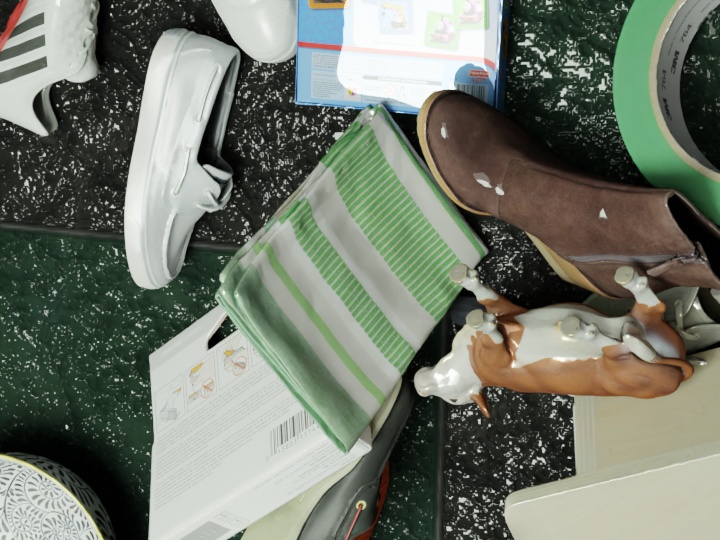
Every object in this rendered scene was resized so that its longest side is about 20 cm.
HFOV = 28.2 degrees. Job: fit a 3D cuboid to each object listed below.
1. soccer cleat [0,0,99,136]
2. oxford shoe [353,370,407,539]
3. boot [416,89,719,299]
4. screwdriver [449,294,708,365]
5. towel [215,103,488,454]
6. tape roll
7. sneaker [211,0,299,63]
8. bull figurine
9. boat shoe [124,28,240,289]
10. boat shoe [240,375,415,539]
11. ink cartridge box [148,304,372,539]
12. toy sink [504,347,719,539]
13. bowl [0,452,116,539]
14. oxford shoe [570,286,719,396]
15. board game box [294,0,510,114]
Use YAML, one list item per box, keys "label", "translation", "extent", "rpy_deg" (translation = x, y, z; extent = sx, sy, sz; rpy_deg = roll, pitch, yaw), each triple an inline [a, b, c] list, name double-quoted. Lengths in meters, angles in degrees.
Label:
- label: "soccer cleat"
  translation: [-0.222, -0.189, 1.073]
  extent: [0.085, 0.069, 0.200]
  rpy_deg: [36, 117, -5]
- label: "oxford shoe"
  translation: [-0.018, 0.152, 1.112]
  extent: [0.073, 0.071, 0.201]
  rpy_deg: [15, 100, 17]
- label: "boot"
  translation: [0.145, -0.053, 0.933]
  extent: [0.200, 0.073, 0.166]
  rpy_deg: [42, 160, -25]
- label: "screwdriver"
  translation: [0.150, 0.049, 1.014]
  extent: [0.199, 0.028, 0.029]
  rpy_deg: [17, 82, 34]
- label: "towel"
  translation: [0.000, 0.000, 0.981]
  extent: [0.023, 0.200, 0.153]
  rpy_deg: [-12, 123, 49]
- label: "tape roll"
  translation: [0.260, -0.123, 0.905]
  extent: [0.199, 0.048, 0.202]
  rpy_deg: [-2, 86, 32]
- label: "sneaker"
  translation: [-0.100, -0.233, 0.991]
  extent: [0.073, 0.116, 0.201]
  rpy_deg: [-13, 103, 19]
- label: "bull figurine"
  translation: [0.122, 0.049, 0.968]
  extent: [0.199, 0.065, 0.122]
  rpy_deg: [-4, 148, 25]
- label: "boat shoe"
  translation: [-0.129, -0.078, 1.078]
  extent: [0.068, 0.072, 0.201]
  rpy_deg: [14, 101, 13]
- label: "boat shoe"
  translation: [-0.019, 0.159, 1.046]
  extent: [0.063, 0.074, 0.202]
  rpy_deg: [30, 94, -30]
- label: "ink cartridge box"
  translation: [-0.081, 0.097, 1.077]
  extent: [0.200, 0.177, 0.045]
  rpy_deg: [-35, 133, 30]
- label: "toy sink"
  translation: [0.212, 0.145, 0.992]
  extent: [0.199, 0.112, 0.131]
  rpy_deg: [-18, 122, 19]
- label: "bowl"
  translation: [-0.276, 0.228, 1.199]
  extent: [0.199, 0.094, 0.202]
  rpy_deg: [5, 109, 16]
- label: "oxford shoe"
  translation: [0.215, 0.034, 1.005]
  extent: [0.199, 0.058, 0.075]
  rpy_deg: [-29, 100, 25]
- label: "board game box"
  translation: [0.030, -0.211, 0.998]
  extent: [0.150, 0.037, 0.201]
  rpy_deg: [7, 110, 15]
